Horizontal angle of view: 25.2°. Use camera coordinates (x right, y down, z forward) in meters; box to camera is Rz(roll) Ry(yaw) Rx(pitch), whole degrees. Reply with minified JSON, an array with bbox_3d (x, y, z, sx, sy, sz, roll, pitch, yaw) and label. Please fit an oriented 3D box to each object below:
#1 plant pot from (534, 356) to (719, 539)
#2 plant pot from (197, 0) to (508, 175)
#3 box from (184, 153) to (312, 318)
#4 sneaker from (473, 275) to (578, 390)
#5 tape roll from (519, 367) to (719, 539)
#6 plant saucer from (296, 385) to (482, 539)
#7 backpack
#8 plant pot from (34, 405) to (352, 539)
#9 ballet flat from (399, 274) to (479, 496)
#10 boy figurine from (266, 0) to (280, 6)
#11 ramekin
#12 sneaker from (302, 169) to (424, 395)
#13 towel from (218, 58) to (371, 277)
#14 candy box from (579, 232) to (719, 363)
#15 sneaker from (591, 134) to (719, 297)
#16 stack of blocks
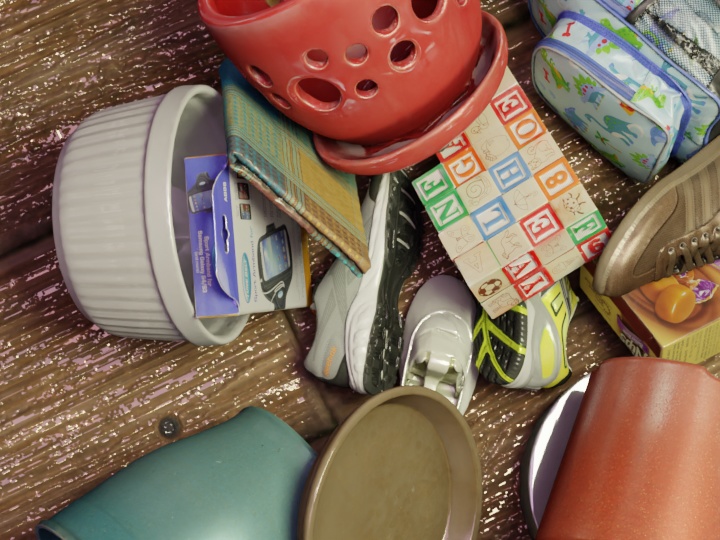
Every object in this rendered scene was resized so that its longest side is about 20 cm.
[{"bbox_3d":[0.219,0.179,1.168,0.200,0.201,0.196,17,72,2],"label":"plant pot"},{"bbox_3d":[0.003,-0.191,1.241,0.200,0.200,0.183,-45,124,-8],"label":"plant pot"},{"bbox_3d":[-0.088,-0.026,1.241,0.041,0.200,0.120,-5,89,18],"label":"box"},{"bbox_3d":[0.138,0.004,1.324,0.076,0.075,0.201,20,68,-35],"label":"sneaker"},{"bbox_3d":[0.229,0.173,1.290,0.199,0.066,0.202,0,80,-1],"label":"tape roll"},{"bbox_3d":[0.021,0.185,1.210,0.029,0.200,0.201,7,76,43],"label":"plant saucer"},{"bbox_3d":[0.219,-0.181,1.293,0.147,0.183,0.200,-42,77,-8],"label":"backpack"},{"bbox_3d":[-0.111,0.211,1.221,0.188,0.200,0.200,-39,83,-23],"label":"plant pot"},{"bbox_3d":[0.058,0.098,1.299,0.069,0.069,0.201,13,80,1],"label":"ballet flat"},{"bbox_3d":[-0.028,-0.252,1.359,0.124,0.064,0.200,34,82,5],"label":"boy figurine"},{"bbox_3d":[-0.159,-0.040,1.254,0.104,0.200,0.201,-4,80,15],"label":"ramekin"},{"bbox_3d":[0.000,0.000,1.313,0.079,0.074,0.201,4,70,28],"label":"sneaker"},{"bbox_3d":[-0.054,-0.084,1.249,0.022,0.200,0.147,-43,113,16],"label":"towel"},{"bbox_3d":[0.290,-0.005,1.293,0.199,0.057,0.117,-25,54,-15],"label":"candy box"},{"bbox_3d":[0.264,-0.038,1.243,0.075,0.071,0.200,38,66,24],"label":"sneaker"},{"bbox_3d":[0.104,-0.076,1.286,0.115,0.059,0.201,-31,54,7],"label":"stack of blocks"}]
